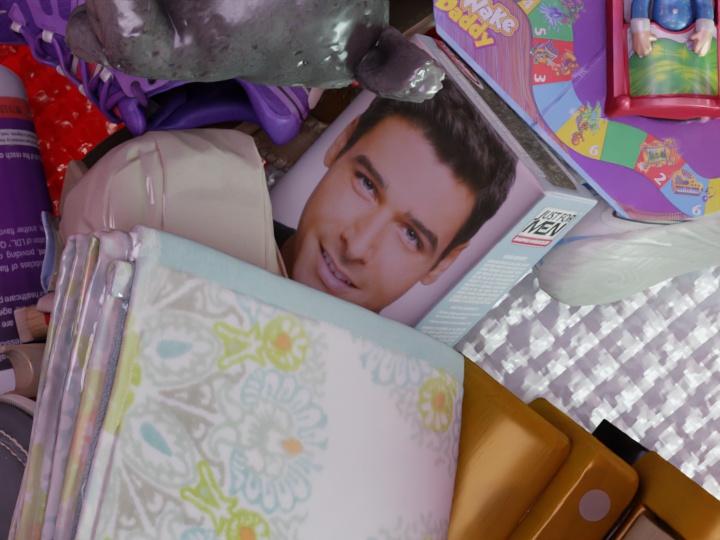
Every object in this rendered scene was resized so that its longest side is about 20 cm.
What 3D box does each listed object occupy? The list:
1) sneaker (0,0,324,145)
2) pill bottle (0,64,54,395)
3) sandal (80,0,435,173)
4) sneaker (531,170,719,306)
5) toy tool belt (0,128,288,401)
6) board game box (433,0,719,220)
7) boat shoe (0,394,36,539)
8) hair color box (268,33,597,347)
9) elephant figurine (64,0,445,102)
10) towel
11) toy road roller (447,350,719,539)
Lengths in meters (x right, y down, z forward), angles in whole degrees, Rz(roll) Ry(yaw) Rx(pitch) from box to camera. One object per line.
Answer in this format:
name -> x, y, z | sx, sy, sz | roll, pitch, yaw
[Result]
sneaker -> -0.113, -0.104, 0.973 | 0.199, 0.081, 0.084 | 12, 72, 12
pill bottle -> -0.193, 0.009, 1.014 | 0.112, 0.112, 0.201 | -14, 85, 4
sandal -> -0.031, -0.067, 1.039 | 0.211, 0.078, 0.070 | -27, 117, 10
sneaker -> 0.174, -0.034, 1.009 | 0.199, 0.072, 0.073 | -8, 61, -2
toy tool belt -> -0.094, 0.041, 0.946 | 0.124, 0.123, 0.201 | 1, 81, -37
board game box -> 0.131, -0.122, 0.951 | 0.200, 0.039, 0.158 | 45, 84, 0
boat shoe -> -0.185, 0.081, 0.896 | 0.199, 0.062, 0.073 | 18, 107, 43
hair color box -> 0.000, 0.000, 0.985 | 0.200, 0.061, 0.099 | -46, 68, 19
elephant figurine -> -0.052, -0.178, 0.859 | 0.154, 0.141, 0.201 | 2, 101, -18
towel -> -0.045, 0.087, 0.859 | 0.199, 0.048, 0.172 | 22, 69, -34
toy road roller -> 0.078, 0.118, 0.944 | 0.146, 0.200, 0.123 | 37, 91, -16
